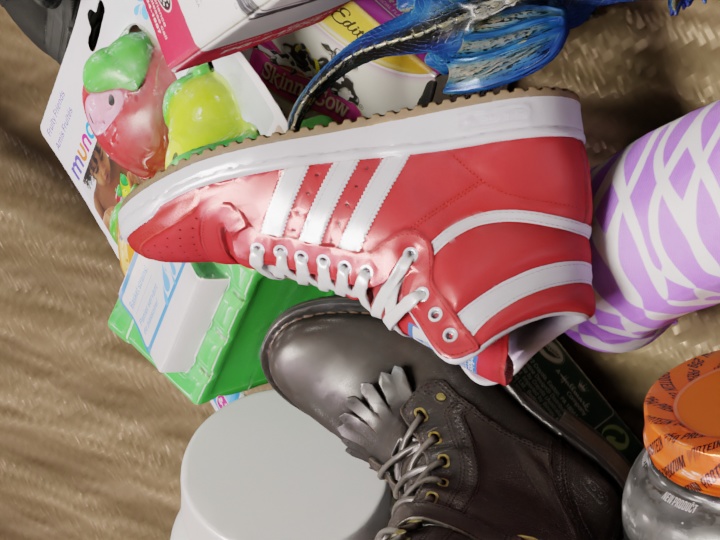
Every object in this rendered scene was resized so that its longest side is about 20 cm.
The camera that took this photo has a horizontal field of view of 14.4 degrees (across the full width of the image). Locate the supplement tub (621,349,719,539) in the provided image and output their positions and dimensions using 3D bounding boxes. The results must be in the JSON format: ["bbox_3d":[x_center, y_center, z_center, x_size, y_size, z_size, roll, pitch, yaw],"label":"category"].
[{"bbox_3d":[0.172,0.140,1.175,0.122,0.122,0.201,18,125,45],"label":"supplement tub"}]

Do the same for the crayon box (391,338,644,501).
[{"bbox_3d":[0.049,0.103,1.360,0.127,0.051,0.200,51,143,8],"label":"crayon box"}]

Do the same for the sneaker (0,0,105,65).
[{"bbox_3d":[-0.159,-0.160,1.384,0.090,0.076,0.200,32,169,9],"label":"sneaker"}]

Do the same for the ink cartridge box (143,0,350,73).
[{"bbox_3d":[-0.038,-0.178,1.143,0.200,0.083,0.146,-22,88,67],"label":"ink cartridge box"}]

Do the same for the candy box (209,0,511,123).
[{"bbox_3d":[-0.009,-0.064,1.324,0.136,0.061,0.201,42,139,27],"label":"candy box"}]

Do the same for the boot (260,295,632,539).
[{"bbox_3d":[0.028,0.094,1.181,0.199,0.174,0.070,27,116,6],"label":"boot"}]

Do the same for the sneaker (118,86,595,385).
[{"bbox_3d":[0.000,0.000,1.157,0.199,0.071,0.113,-12,78,15],"label":"sneaker"}]

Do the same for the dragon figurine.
[{"bbox_3d":[0.052,-0.106,1.155,0.099,0.199,0.059,-93,-18,-84],"label":"dragon figurine"}]

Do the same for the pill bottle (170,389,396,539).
[{"bbox_3d":[-0.032,0.156,1.343,0.114,0.114,0.201,38,148,31],"label":"pill bottle"}]

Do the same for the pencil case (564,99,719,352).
[{"bbox_3d":[0.149,-0.022,1.139,0.085,0.084,0.200,30,153,-21],"label":"pencil case"}]

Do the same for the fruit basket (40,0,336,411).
[{"bbox_3d":[-0.089,-0.047,1.306,0.200,0.093,0.186,53,144,20],"label":"fruit basket"}]
